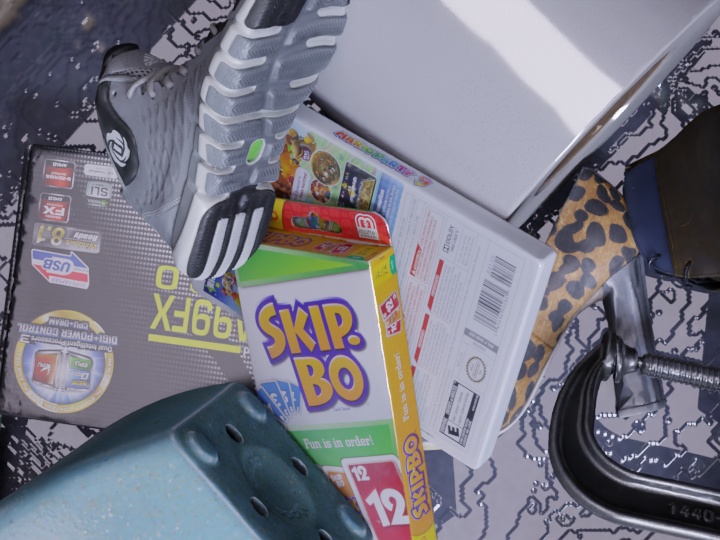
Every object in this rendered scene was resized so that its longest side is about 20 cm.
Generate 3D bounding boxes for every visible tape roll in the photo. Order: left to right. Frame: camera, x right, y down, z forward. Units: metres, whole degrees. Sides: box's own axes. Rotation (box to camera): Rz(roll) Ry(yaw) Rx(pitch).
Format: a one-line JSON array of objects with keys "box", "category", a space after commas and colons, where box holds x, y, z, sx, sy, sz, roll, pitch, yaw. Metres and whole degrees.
[{"box": [0.082, -0.124, 0.983, 0.139, 0.203, 0.203, 45, 94, 5], "category": "tape roll"}]

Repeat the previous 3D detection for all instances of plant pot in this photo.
[{"box": [-0.108, 0.173, 0.978, 0.200, 0.196, 0.196, -42, 88, 18], "category": "plant pot"}]

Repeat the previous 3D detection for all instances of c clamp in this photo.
[{"box": [0.198, 0.080, 0.997, 0.199, 0.027, 0.171, 8, 52, -5], "category": "c clamp"}]

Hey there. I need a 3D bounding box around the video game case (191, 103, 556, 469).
[{"box": [0.000, 0.000, 0.974, 0.200, 0.018, 0.144, 31, 131, 21], "category": "video game case"}]

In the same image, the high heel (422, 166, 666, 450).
[{"box": [0.067, 0.024, 1.046, 0.199, 0.071, 0.143, -10, 89, -5], "category": "high heel"}]

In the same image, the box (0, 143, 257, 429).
[{"box": [-0.106, 0.018, 1.082, 0.199, 0.044, 0.161, 8, 90, 7], "category": "box"}]

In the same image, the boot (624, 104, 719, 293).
[{"box": [0.205, 0.002, 1.005, 0.097, 0.075, 0.201, -26, 56, 32], "category": "boot"}]

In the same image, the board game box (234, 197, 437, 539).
[{"box": [-0.015, 0.058, 0.990, 0.095, 0.030, 0.201, 9, 117, 36], "category": "board game box"}]

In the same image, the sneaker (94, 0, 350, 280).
[{"box": [-0.083, -0.103, 0.927, 0.115, 0.075, 0.201, 38, 120, 29], "category": "sneaker"}]
